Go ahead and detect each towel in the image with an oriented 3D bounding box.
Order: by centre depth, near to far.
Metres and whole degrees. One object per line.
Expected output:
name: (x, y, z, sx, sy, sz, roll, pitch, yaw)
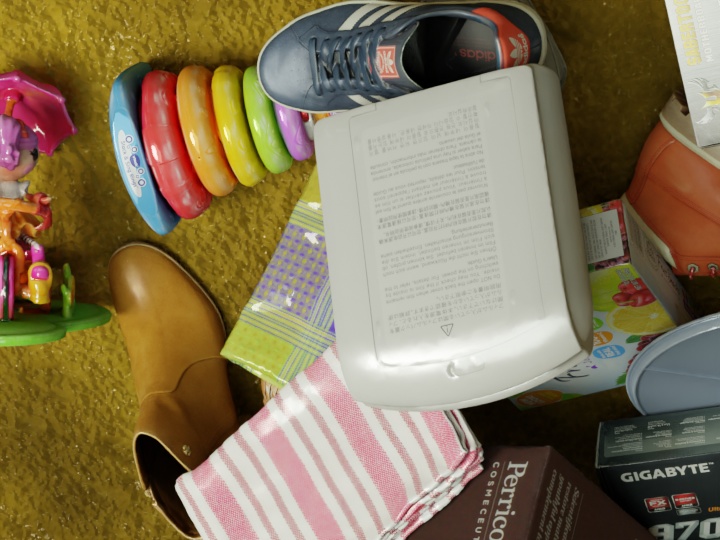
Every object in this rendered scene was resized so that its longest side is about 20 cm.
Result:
towel: (-0.026, 0.134, 1.441, 0.200, 0.030, 0.146, -41, 55, 9)
towel: (0.000, 0.000, 1.503, 0.143, 0.023, 0.200, 27, 88, 25)

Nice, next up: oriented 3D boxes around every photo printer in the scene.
photo printer: (0.058, -0.014, 1.343, 0.166, 0.069, 0.201, -14, 70, 19)

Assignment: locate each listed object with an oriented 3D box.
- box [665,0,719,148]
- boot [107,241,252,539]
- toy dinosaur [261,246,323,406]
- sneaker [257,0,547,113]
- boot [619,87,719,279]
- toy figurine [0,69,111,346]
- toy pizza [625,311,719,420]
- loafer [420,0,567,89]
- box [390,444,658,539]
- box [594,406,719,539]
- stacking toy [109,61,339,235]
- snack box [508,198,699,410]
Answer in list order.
box: (0.221, -0.194, 1.370, 0.048, 0.158, 0.201, -10, 106, 17)
boot: (-0.139, 0.085, 1.560, 0.071, 0.144, 0.202, -25, 101, 19)
toy dinosaur: (-0.023, 0.079, 1.574, 0.135, 0.102, 0.201, 18, 131, 23)
sneaker: (0.017, -0.139, 1.403, 0.199, 0.085, 0.075, -8, 103, 21)
boot: (0.265, -0.022, 1.453, 0.200, 0.075, 0.107, 41, 117, 19)
toy figurine: (-0.254, -0.050, 1.535, 0.150, 0.200, 0.185, -1, 97, -7)
toy pizza: (0.279, 0.065, 1.460, 0.199, 0.032, 0.200, 1, 149, 1)
loafer: (0.073, -0.193, 1.453, 0.070, 0.070, 0.200, -34, 98, 21)
box: (0.067, 0.223, 1.467, 0.199, 0.166, 0.164, -3, 149, 37)
box: (0.278, 0.161, 1.504, 0.199, 0.046, 0.159, -9, 131, 16)
stacking toy: (-0.067, -0.105, 1.508, 0.199, 0.110, 0.116, -13, 103, 9)
snack box: (0.139, 0.027, 1.451, 0.142, 0.200, 0.053, -14, 64, 19)
